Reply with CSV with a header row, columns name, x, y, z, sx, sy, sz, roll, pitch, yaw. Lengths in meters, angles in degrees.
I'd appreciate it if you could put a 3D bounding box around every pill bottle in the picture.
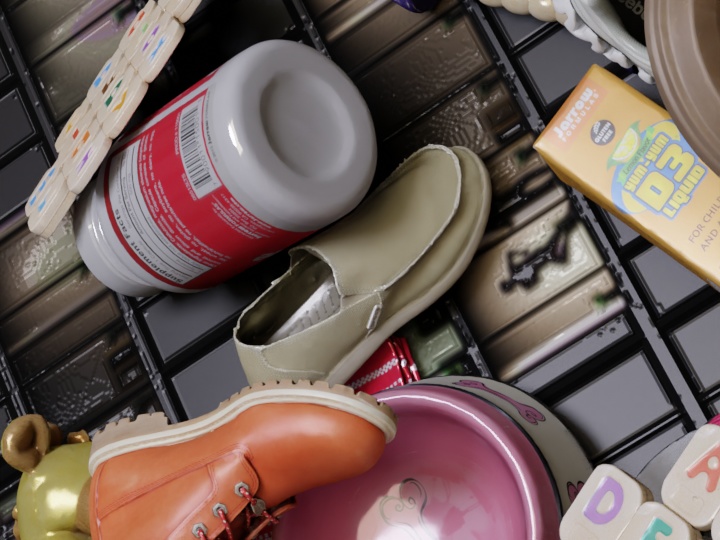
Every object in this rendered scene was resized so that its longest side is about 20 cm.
name,x,y,z,sx,sy,sz,roll,pitch,yaw
pill bottle,-0.090,-0.053,1.211,0.200,0.112,0.113,-27,65,48

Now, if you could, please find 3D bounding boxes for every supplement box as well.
name,x,y,z,sx,sy,sz,roll,pitch,yaw
supplement box,0.195,-0.034,1.129,0.200,0.069,0.067,38,95,29

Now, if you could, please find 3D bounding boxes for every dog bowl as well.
name,x,y,z,sx,sy,sz,roll,pitch,yaw
dog bowl,0.037,0.154,1.132,0.199,0.074,0.202,-6,77,25

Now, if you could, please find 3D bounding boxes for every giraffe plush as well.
name,x,y,z,sx,sy,sz,roll,pitch,yaw
giraffe plush,-0.162,0.179,1.204,0.198,0.173,0.163,10,70,10

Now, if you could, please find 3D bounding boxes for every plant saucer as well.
name,x,y,z,sx,sy,sz,roll,pitch,yaw
plant saucer,0.247,-0.127,1.074,0.199,0.029,0.202,4,78,-19

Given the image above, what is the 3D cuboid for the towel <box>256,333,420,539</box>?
name,x,y,z,sx,sy,sz,roll,pitch,yaw
towel,-0.008,0.151,1.208,0.144,0.022,0.201,-25,69,19

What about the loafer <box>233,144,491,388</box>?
name,x,y,z,sx,sy,sz,roll,pitch,yaw
loafer,0.000,0.000,1.196,0.200,0.068,0.076,-50,47,-2

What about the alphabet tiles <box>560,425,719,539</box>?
name,x,y,z,sx,sy,sz,roll,pitch,yaw
alphabet tiles,0.154,0.181,0.979,0.196,0.015,0.200,-56,39,4

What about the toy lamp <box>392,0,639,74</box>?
name,x,y,z,sx,sy,sz,roll,pitch,yaw
toy lamp,0.087,-0.171,1.218,0.199,0.058,0.059,20,87,25

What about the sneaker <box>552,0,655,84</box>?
name,x,y,z,sx,sy,sz,roll,pitch,yaw
sneaker,0.196,-0.117,1.110,0.199,0.081,0.075,31,95,-1

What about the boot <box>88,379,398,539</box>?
name,x,y,z,sx,sy,sz,roll,pitch,yaw
boot,-0.067,0.127,1.091,0.199,0.075,0.108,-19,48,29

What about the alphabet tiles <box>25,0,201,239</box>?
name,x,y,z,sx,sy,sz,roll,pitch,yaw
alphabet tiles,-0.153,-0.112,1.268,0.015,0.196,0.201,32,93,-17

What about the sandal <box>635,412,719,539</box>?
name,x,y,z,sx,sy,sz,roll,pitch,yaw
sandal,0.219,0.102,1.097,0.200,0.045,0.075,-37,66,13
